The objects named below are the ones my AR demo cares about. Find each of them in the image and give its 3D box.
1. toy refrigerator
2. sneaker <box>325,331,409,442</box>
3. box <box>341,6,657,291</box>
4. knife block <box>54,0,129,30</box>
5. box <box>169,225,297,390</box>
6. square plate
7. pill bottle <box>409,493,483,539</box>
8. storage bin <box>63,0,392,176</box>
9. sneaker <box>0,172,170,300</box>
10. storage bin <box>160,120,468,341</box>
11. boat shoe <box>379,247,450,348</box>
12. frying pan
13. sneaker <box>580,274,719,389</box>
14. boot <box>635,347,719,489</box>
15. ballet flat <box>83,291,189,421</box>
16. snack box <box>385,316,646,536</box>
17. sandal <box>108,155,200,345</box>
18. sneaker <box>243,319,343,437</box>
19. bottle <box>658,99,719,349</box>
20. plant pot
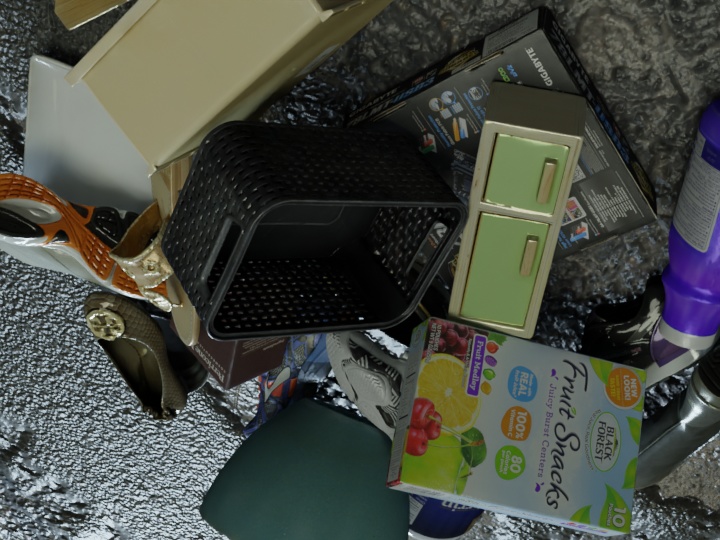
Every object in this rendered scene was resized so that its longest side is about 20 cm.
[{"bbox_3d":[0.122,-0.043,0.863,0.076,0.070,0.200,12,129,5],"label":"toy refrigerator"},{"bbox_3d":[0.066,0.104,0.972,0.200,0.115,0.075,45,154,12],"label":"sneaker"},{"bbox_3d":[0.116,-0.088,0.903,0.198,0.050,0.200,-24,118,29],"label":"box"},{"bbox_3d":[-0.136,-0.261,0.827,0.175,0.064,0.200,20,128,0],"label":"knife block"},{"bbox_3d":[-0.109,0.001,0.974,0.100,0.075,0.200,43,138,28],"label":"box"},{"bbox_3d":[-0.215,-0.090,0.999,0.199,0.028,0.198,19,129,0],"label":"square plate"},{"bbox_3d":[0.083,0.202,1.087,0.115,0.116,0.200,22,129,-3],"label":"pill bottle"},{"bbox_3d":[-0.074,-0.184,0.790,0.200,0.199,0.094,-35,95,32],"label":"storage bin"},{"bbox_3d":[-0.267,-0.026,1.010,0.200,0.076,0.092,27,157,-18],"label":"sneaker"},{"bbox_3d":[-0.034,-0.030,0.824,0.200,0.094,0.135,-3,134,-39],"label":"storage bin"},{"bbox_3d":[0.000,0.000,0.990,0.201,0.061,0.072,36,126,-13],"label":"boat shoe"},{"bbox_3d":[-0.237,0.061,1.113,0.190,0.031,0.115,43,127,-18],"label":"frying pan"},{"bbox_3d":[0.227,0.075,0.993,0.088,0.076,0.200,45,117,-9],"label":"sneaker"},{"bbox_3d":[0.329,0.125,0.985,0.181,0.073,0.200,-15,147,-20],"label":"boot"},{"bbox_3d":[-0.222,0.092,1.065,0.067,0.046,0.200,5,143,17],"label":"ballet flat"},{"bbox_3d":[0.133,0.132,0.902,0.199,0.143,0.053,15,162,-9],"label":"snack box"},{"bbox_3d":[-0.188,-0.030,0.941,0.069,0.078,0.212,-11,114,-29],"label":"sandal"},{"bbox_3d":[-0.074,0.099,1.087,0.078,0.075,0.200,33,121,2],"label":"sneaker"},{"bbox_3d":[0.287,-0.032,0.862,0.065,0.084,0.201,4,117,-7],"label":"bottle"},{"bbox_3d":[-0.034,0.199,1.013,0.200,0.200,0.135,23,86,-3],"label":"plant pot"}]
